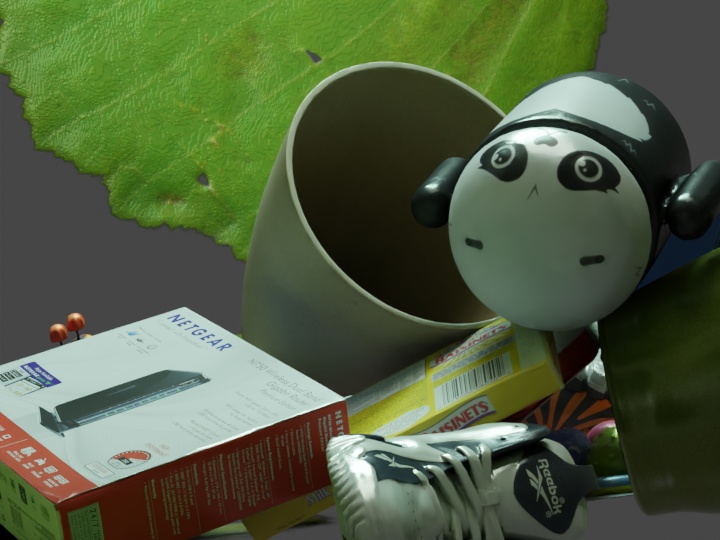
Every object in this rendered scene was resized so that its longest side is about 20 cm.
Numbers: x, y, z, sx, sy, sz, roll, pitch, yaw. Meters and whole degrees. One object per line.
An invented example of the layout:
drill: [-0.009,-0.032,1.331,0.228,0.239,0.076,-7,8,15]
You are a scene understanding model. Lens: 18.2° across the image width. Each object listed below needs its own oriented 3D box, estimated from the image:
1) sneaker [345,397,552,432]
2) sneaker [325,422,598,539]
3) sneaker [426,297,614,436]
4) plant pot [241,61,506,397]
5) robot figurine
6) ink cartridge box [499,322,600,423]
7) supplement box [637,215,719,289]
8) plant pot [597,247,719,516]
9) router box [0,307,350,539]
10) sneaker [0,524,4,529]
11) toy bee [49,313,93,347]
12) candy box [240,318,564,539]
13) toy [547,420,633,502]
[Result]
sneaker: [0.069,0.107,1.638,0.199,0.071,0.108,0,-4,-38]
sneaker: [0.056,0.115,1.142,0.128,0.080,0.199,-10,-9,6]
sneaker: [0.125,0.097,1.518,0.199,0.113,0.078,21,19,17]
plant pot: [0.000,0.000,1.447,0.186,0.189,0.200,-3,-28,-29]
robot figurine: [0.124,-0.045,1.313,0.150,0.125,0.200,-40,4,29]
ink cartridge box: [0.076,0.081,1.369,0.162,0.057,0.200,-42,-9,8]
supplement box: [0.194,0.021,1.662,0.199,0.135,0.200,14,-12,29]
plant pot: [0.242,0.062,1.310,0.191,0.202,0.200,-13,0,9]
router box: [-0.130,0.092,1.274,0.178,0.049,0.200,-18,23,-28]
sneaker: [-0.256,0.115,1.387,0.077,0.087,0.199,-3,2,-36]
toy bee: [-0.213,0.084,1.718,0.199,0.109,0.131,-15,15,31]
candy box: [0.023,0.087,1.303,0.199,0.027,0.102,-28,13,9]
toy: [0.169,0.119,1.426,0.198,0.048,0.115,-1,-2,-9]
